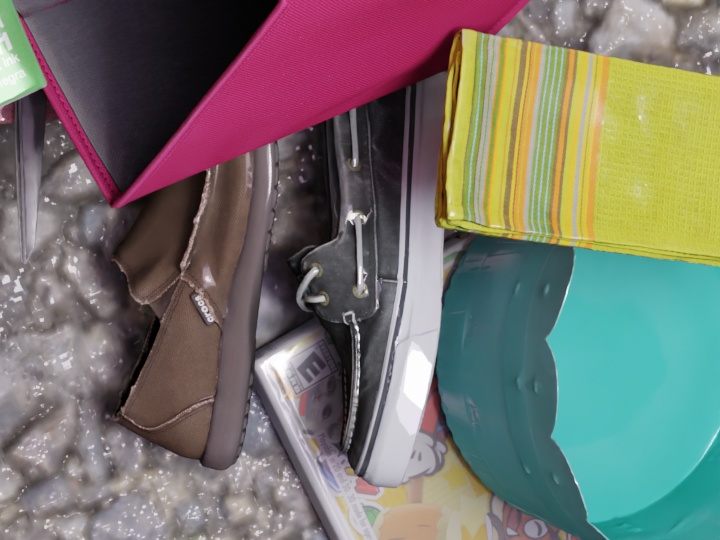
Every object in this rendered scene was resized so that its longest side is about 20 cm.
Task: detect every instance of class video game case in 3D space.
[{"bbox_3d":[0.063,0.087,1.346,0.182,0.023,0.200,-30,104,-17],"label":"video game case"}]

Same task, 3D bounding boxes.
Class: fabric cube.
[{"bbox_3d":[-0.038,-0.177,1.139,0.199,0.196,0.200,-25,79,-32],"label":"fabric cube"}]

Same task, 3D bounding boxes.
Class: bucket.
[{"bbox_3d":[0.143,0.042,1.288,0.207,0.135,0.207,-2,95,-25],"label":"bucket"}]

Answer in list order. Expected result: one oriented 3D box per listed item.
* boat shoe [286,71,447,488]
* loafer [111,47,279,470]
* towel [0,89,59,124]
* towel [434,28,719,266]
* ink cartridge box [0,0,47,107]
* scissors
[{"bbox_3d":[0.000,0.000,1.276,0.071,0.072,0.200,6,80,-8],"label":"boat shoe"},{"bbox_3d":[-0.077,-0.007,1.247,0.071,0.073,0.200,6,100,-4],"label":"loafer"},{"bbox_3d":[-0.083,-0.146,1.270,0.200,0.023,0.144,-6,95,-22],"label":"towel"},{"bbox_3d":[0.128,-0.049,1.194,0.200,0.018,0.086,7,84,-21],"label":"towel"},{"bbox_3d":[-0.223,-0.154,1.147,0.083,0.147,0.200,-26,105,-20],"label":"ink cartridge box"},{"bbox_3d":[-0.152,-0.108,1.225,0.073,0.014,0.200,18,86,-25],"label":"scissors"}]
